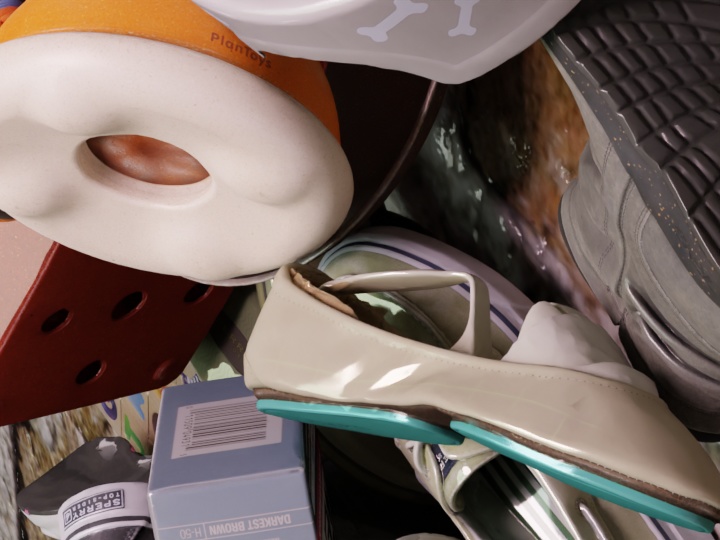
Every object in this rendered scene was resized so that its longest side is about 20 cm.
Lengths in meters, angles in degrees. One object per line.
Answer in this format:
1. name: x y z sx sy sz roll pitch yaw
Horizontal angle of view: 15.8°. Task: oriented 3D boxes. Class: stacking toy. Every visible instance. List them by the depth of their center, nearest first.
1. stacking toy: -0.058 -0.110 0.942 0.146 0.146 0.201 122 163 -61

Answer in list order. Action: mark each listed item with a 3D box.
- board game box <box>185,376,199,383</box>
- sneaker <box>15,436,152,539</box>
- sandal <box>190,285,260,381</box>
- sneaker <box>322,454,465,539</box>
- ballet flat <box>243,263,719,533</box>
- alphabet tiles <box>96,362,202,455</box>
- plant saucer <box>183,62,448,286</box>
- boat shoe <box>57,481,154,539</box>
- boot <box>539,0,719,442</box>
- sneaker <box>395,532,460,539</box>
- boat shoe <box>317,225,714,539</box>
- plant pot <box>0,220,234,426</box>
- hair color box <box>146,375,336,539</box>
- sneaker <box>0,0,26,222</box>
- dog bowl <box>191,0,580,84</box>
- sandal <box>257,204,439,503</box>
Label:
1. board game box: -0.065 0.063 1.298 0.200 0.026 0.200 62 156 18
2. sneaker: -0.090 0.136 1.301 0.086 0.080 0.200 57 158 -21
3. sandal: -0.034 0.074 1.157 0.201 0.057 0.080 46 124 28
4. sneaker: -0.007 0.134 1.076 0.199 0.076 0.115 23 119 21
5. ballet flat: 0.043 0.035 0.878 0.200 0.069 0.070 13 123 36
6. alphabet tiles: -0.116 0.029 1.342 0.167 0.008 0.200 50 150 39
7. plant saucer: -0.030 -0.091 0.993 0.200 0.032 0.201 -12 72 42
8. boat shoe: -0.058 0.152 1.146 0.199 0.073 0.068 39 -146 -55
9. boot: 0.083 -0.045 0.848 0.200 0.068 0.131 65 162 15
10. sneaker: 0.072 0.162 0.954 0.088 0.076 0.200 21 167 48
11. boat shoe: 0.050 0.061 0.945 0.200 0.062 0.072 45 124 17
12. plant pot: -0.148 -0.044 1.139 0.176 0.200 0.200 49 126 23
13. hair color box: -0.033 0.150 0.985 0.099 0.060 0.201 -92 -6 -70
14. sneaker: -0.135 -0.114 0.998 0.078 0.200 0.075 4 151 39
15. dog bowl: 0.002 -0.156 0.800 0.200 0.059 0.201 -8 76 35
16. sandal: -0.001 -0.001 1.037 0.057 0.080 0.202 -30 80 49
